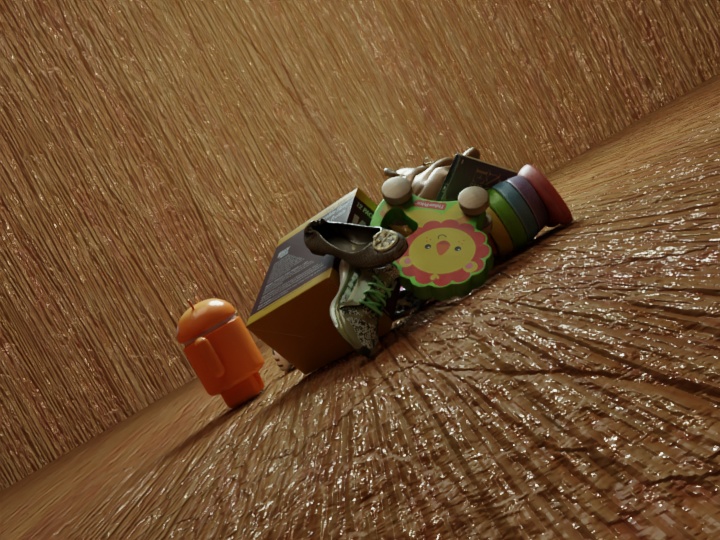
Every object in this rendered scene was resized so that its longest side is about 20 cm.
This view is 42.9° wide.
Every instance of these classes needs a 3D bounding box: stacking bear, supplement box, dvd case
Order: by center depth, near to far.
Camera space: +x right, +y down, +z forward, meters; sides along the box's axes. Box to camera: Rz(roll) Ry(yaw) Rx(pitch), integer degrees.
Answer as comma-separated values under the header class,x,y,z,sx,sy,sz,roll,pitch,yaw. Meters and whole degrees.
class,x,y,z,sx,sy,sz,roll,pitch,yaw
supplement box,-0.045,0.018,1.432,0.196,0.133,0.201,-30,30,37
stacking bear,0.214,-0.067,1.450,0.199,0.114,0.121,-35,2,-4
dvd case,0.191,-0.103,1.495,0.199,0.016,0.150,8,-68,-46

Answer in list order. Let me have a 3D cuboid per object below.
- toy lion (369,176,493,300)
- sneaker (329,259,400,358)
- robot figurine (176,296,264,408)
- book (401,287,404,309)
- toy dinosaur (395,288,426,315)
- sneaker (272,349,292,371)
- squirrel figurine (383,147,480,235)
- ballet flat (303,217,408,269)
class,x,y,z,sx,sy,sz,roll,pitch,yaw
toy lion,0.101,-0.041,1.338,0.198,0.069,0.193,10,51,23
sneaker,0.014,0.027,1.246,0.088,0.077,0.201,-39,33,33
robot figurine,-0.244,0.136,1.590,0.116,0.201,0.143,-27,4,45
book,0.090,0.033,1.591,0.199,0.048,0.134,-31,2,23
toy dinosaur,0.086,0.042,1.444,0.088,0.048,0.199,-22,-1,-43
sneaker,-0.086,0.112,1.732,0.114,0.075,0.201,-21,24,22
squirrel figurine,0.101,-0.117,1.565,0.200,0.142,0.186,-44,40,-20
ballet flat,-0.013,-0.044,1.273,0.067,0.047,0.199,-42,33,-27
